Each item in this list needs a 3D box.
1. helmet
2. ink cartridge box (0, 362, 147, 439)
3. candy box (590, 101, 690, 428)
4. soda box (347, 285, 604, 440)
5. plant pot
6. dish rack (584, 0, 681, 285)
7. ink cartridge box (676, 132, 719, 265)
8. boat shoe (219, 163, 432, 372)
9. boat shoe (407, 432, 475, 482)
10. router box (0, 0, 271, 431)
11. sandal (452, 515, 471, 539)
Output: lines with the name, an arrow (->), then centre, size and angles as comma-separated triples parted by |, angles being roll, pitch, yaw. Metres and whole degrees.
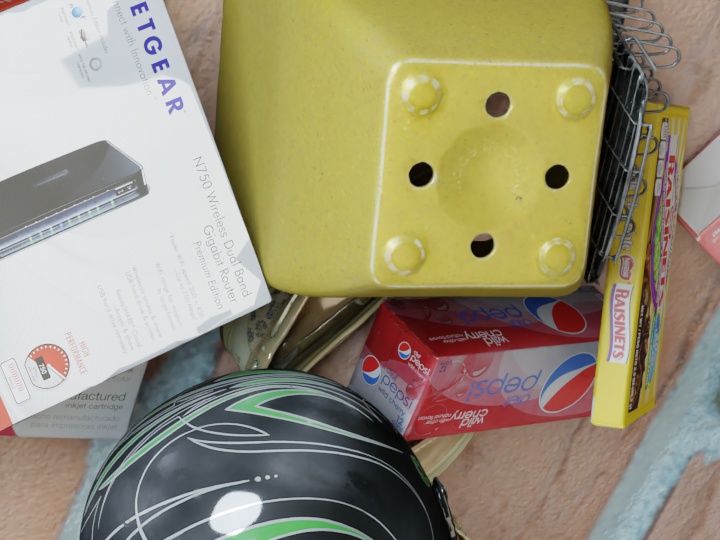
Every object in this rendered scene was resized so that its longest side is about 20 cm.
helmet -> -0.060, 0.153, 1.078 | 0.200, 0.200, 0.191 | -43, 111, 9
ink cartridge box -> -0.186, -0.006, 1.048 | 0.147, 0.086, 0.200 | 5, 122, -25
candy box -> 0.177, -0.006, 1.160 | 0.026, 0.102, 0.200 | 8, 96, 18
soda box -> 0.093, 0.058, 1.198 | 0.200, 0.063, 0.070 | -4, 127, -41
plant pot -> 0.037, -0.073, 0.988 | 0.194, 0.200, 0.196 | 0, 108, -17
dish rack -> 0.141, -0.093, 1.064 | 0.054, 0.200, 0.154 | 2, 122, -11
ink cartridge box -> 0.309, -0.024, 1.265 | 0.116, 0.068, 0.200 | -43, 127, 9
boat shoe -> 0.000, 0.000, 1.148 | 0.200, 0.063, 0.073 | -45, 128, 10
boat shoe -> -0.014, 0.124, 1.223 | 0.200, 0.071, 0.065 | -30, 130, 0
router box -> -0.162, -0.040, 0.943 | 0.179, 0.049, 0.200 | -26, 111, -17
sandal -> 0.044, 0.197, 1.210 | 0.070, 0.212, 0.078 | -26, 105, 31
